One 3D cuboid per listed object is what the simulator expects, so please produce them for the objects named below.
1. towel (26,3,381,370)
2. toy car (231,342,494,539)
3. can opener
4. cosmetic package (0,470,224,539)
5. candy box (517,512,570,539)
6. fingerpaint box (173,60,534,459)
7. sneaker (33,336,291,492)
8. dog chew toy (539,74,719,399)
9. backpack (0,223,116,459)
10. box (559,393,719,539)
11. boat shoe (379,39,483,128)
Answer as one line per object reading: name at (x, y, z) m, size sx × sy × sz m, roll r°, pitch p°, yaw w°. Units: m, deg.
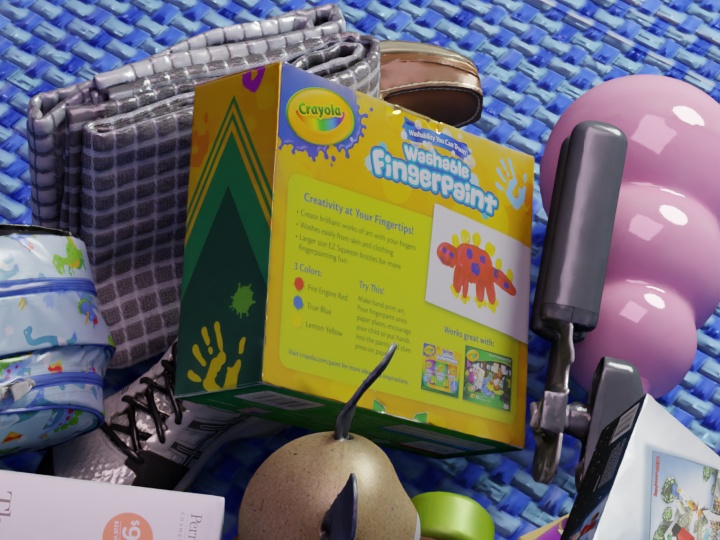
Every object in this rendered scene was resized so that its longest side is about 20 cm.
towel at (-0.084, -0.045, 1.350) m, size 0.199 × 0.167 × 0.086 m, roll -20°, pitch 46°, yaw -26°
toy car at (0.002, 0.134, 1.173) m, size 0.156 × 0.201 × 0.165 m, roll 9°, pitch 46°, yaw 1°
can opener at (0.128, 0.022, 1.313) m, size 0.066 × 0.053 × 0.202 m, roll 12°, pitch 76°, yaw -5°
cosmetic package at (-0.149, 0.199, 1.138) m, size 0.149 × 0.052 × 0.202 m, roll 7°, pitch 74°, yaw -4°
candy box at (0.178, 0.198, 1.237) m, size 0.116 × 0.057 × 0.200 m, roll -22°, pitch 55°, yaw -28°
fingerpaint box at (0.000, 0.000, 1.276) m, size 0.199 × 0.073 × 0.168 m, roll 16°, pitch 71°, yaw -44°
sneaker at (-0.098, 0.065, 1.303) m, size 0.199 × 0.088 × 0.076 m, roll -34°, pitch 61°, yaw -31°
dog chew toy at (0.160, -0.013, 1.394) m, size 0.123 × 0.125 × 0.201 m, roll 9°, pitch 57°, yaw 1°
backpack at (-0.219, 0.040, 1.219) m, size 0.200 × 0.163 × 0.155 m, roll -28°, pitch 89°, yaw -50°
box at (0.151, 0.168, 1.141) m, size 0.136 × 0.038 × 0.200 m, roll 41°, pitch 38°, yaw -9°
boat shoe at (-0.023, -0.085, 1.472) m, size 0.198 × 0.076 × 0.074 m, roll -8°, pitch 53°, yaw -4°
